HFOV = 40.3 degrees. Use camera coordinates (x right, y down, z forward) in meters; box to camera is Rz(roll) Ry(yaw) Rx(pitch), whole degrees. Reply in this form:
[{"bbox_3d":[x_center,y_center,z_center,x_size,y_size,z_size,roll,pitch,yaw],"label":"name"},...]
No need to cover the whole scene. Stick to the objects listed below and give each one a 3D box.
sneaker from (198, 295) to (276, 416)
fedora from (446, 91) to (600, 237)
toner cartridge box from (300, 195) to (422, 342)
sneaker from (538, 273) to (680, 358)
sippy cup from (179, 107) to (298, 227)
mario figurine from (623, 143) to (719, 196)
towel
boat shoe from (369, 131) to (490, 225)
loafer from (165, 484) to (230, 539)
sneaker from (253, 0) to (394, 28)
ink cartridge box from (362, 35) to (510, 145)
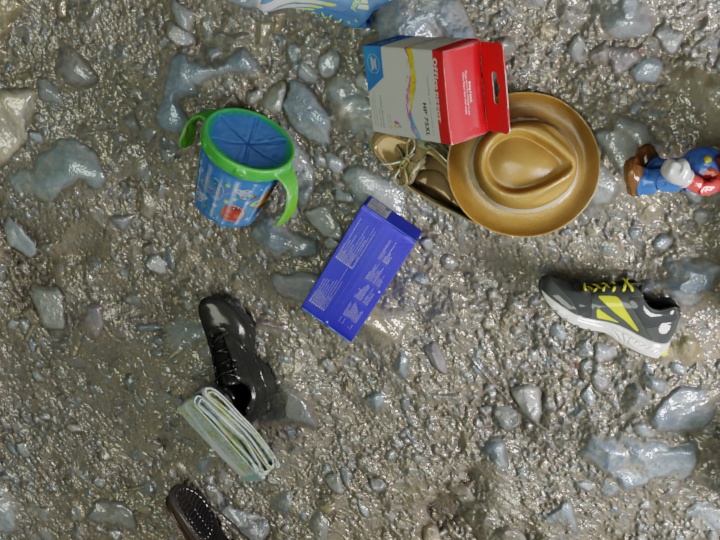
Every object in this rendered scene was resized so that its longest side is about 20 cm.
[{"bbox_3d":[-0.200,0.135,1.534,0.075,0.091,0.202,-21,103,28],"label":"sneaker"},{"bbox_3d":[0.209,-0.135,1.244,0.197,0.082,0.204,0,95,5],"label":"fedora"},{"bbox_3d":[0.000,0.000,1.431,0.094,0.043,0.201,35,119,3],"label":"toner cartridge box"},{"bbox_3d":[0.337,0.040,1.322,0.198,0.075,0.085,23,113,-2],"label":"sneaker"},{"bbox_3d":[-0.175,-0.137,1.391,0.138,0.179,0.131,1,137,-29],"label":"sippy cup"},{"bbox_3d":[0.422,-0.138,1.176,0.198,0.125,0.106,3,151,33],"label":"mario figurine"},{"bbox_3d":[-0.211,0.261,1.565,0.172,0.048,0.200,48,158,-2],"label":"towel"},{"bbox_3d":[0.098,-0.131,1.327,0.198,0.063,0.074,30,119,5],"label":"boat shoe"},{"bbox_3d":[-0.287,0.467,1.718,0.070,0.073,0.202,-25,102,26],"label":"loafer"},{"bbox_3d":[-0.041,-0.351,1.273,0.198,0.076,0.106,-16,107,24],"label":"sneaker"},{"bbox_3d":[0.093,-0.228,1.229,0.199,0.067,0.118,19,124,51],"label":"ink cartridge box"}]
